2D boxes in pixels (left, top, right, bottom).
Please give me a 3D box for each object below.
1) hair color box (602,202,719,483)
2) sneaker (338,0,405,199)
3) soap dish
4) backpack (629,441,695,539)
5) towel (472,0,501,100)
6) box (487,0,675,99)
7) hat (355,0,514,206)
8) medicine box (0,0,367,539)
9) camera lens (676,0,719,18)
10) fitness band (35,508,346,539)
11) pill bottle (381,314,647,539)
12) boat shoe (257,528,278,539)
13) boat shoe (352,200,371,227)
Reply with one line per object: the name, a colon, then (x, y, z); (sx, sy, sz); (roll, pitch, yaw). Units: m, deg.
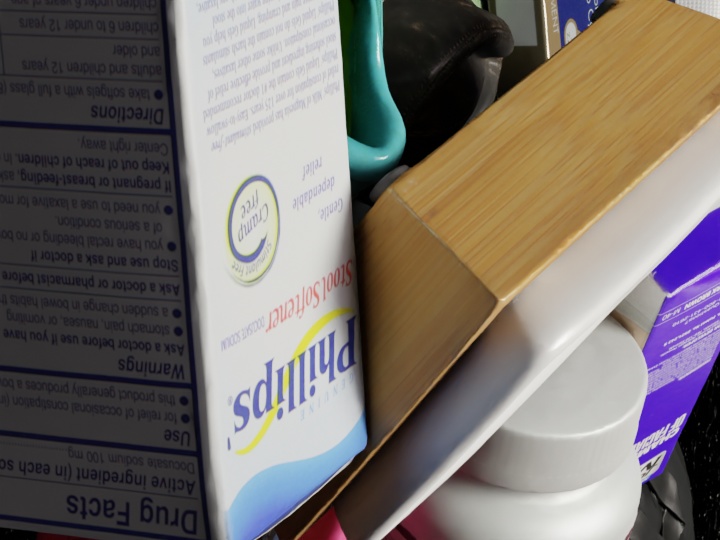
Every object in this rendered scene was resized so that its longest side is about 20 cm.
hair color box: (0.097, 0.014, 1.143); (0.065, 0.109, 0.200); (-29, 155, -23)
sneaker: (-0.021, -0.121, 0.871); (0.077, 0.080, 0.200); (-18, 103, -37)
soap dish: (0.050, -0.004, 0.934); (0.200, 0.081, 0.157); (-39, 172, -44)
backpack: (0.087, 0.148, 1.298); (0.200, 0.153, 0.176); (91, 17, -57)
towel: (0.048, -0.180, 1.154); (0.149, 0.031, 0.200); (-63, 145, -44)
box: (0.108, -0.140, 1.212); (0.200, 0.032, 0.121); (-36, 123, -60)
hat: (0.012, -0.080, 1.009); (0.201, 0.081, 0.201); (21, 90, -81)
medicine box: (-0.104, -0.026, 0.839); (0.103, 0.182, 0.200); (-33, 123, -59)
camera lens: (0.169, -0.142, 1.431); (0.160, 0.160, 0.200); (-6, 99, -65)
fitness band: (-0.049, 0.083, 1.003); (0.144, 0.037, 0.200); (14, 100, -46)
pill bottle: (0.055, 0.110, 1.102); (0.110, 0.109, 0.200); (-54, 161, -48)
boat shoe: (-0.027, 0.067, 1.145); (0.072, 0.072, 0.200); (67, 40, -54)
boat shoe: (0.001, 0.000, 1.101); (0.075, 0.066, 0.200); (-40, -157, 59)
